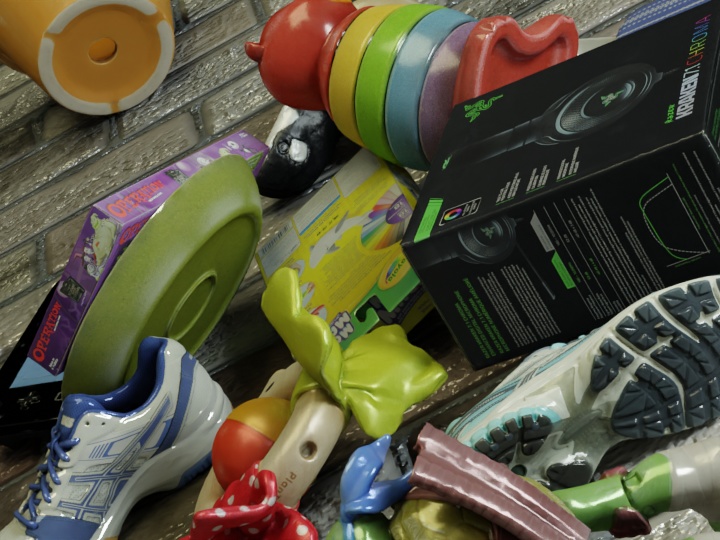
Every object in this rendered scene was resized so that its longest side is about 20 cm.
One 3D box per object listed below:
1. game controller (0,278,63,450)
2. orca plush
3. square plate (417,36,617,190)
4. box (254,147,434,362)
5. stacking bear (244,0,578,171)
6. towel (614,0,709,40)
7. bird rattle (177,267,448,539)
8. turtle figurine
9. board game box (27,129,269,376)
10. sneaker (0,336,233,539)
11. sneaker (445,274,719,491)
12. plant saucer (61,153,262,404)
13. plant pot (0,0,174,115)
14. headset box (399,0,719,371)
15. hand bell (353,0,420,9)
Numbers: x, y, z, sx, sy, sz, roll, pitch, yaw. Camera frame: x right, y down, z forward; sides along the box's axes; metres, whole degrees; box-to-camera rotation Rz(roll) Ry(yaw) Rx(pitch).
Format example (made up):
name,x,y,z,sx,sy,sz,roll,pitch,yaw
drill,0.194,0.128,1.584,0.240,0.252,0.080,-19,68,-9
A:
name,x,y,z,sx,sy,sz,roll,pitch,yaw
game controller,-0.198,0.053,1.631,0.104,0.042,0.200,-18,28,28
orca plush,-0.015,-0.118,1.754,0.200,0.071,0.105,-60,-7,-54
square plate,0.150,-0.089,1.523,0.198,0.028,0.200,-43,27,-27
box,0.000,0.000,1.471,0.117,0.048,0.200,-44,21,9
stacking bear,0.021,-0.128,1.501,0.200,0.114,0.121,18,15,32
towel,0.219,-0.141,1.486,0.145,0.024,0.200,-21,23,27
bird rattle,-0.043,0.111,1.309,0.200,0.112,0.163,-67,13,-15
turtle figurine,0.085,0.158,1.075,0.193,0.201,0.144,-10,2,-2
board game box,-0.134,-0.014,1.498,0.120,0.032,0.200,-58,-12,27
sneaker,-0.173,0.120,1.420,0.200,0.088,0.075,-42,28,-20
sneaker,0.124,0.055,1.224,0.200,0.078,0.086,-31,21,-1
plant saucer,-0.120,0.017,1.501,0.200,0.031,0.200,-53,-13,-18
plant pot,-0.250,-0.239,2.088,0.200,0.200,0.183,-31,39,-1
headset box,0.131,-0.049,1.310,0.200,0.093,0.174,-21,24,26
hand bell,0.053,-0.126,1.613,0.104,0.104,0.200,-35,26,-10
